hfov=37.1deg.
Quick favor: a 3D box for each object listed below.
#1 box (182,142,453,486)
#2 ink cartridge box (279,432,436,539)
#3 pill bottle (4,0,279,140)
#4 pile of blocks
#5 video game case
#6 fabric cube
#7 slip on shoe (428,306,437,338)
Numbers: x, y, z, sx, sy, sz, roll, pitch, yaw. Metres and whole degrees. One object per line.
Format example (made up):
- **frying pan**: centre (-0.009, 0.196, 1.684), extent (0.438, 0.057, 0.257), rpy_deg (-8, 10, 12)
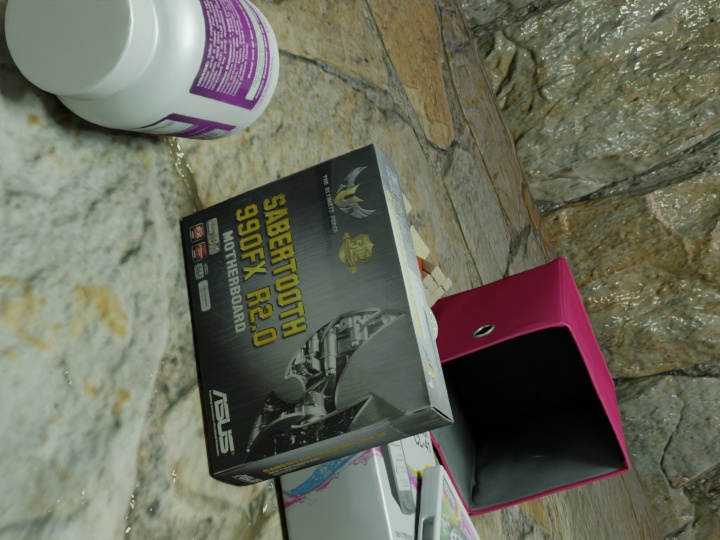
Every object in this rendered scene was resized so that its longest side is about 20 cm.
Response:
- **box**: centre (-0.035, 0.030, 0.739), extent (0.048, 0.158, 0.200), rpy_deg (41, 34, -58)
- **ink cartridge box**: centre (0.005, 0.175, 0.829), extent (0.148, 0.085, 0.200), rpy_deg (39, 37, -59)
- **pill bottle**: centre (-0.136, -0.145, 0.694), extent (0.200, 0.112, 0.112), rpy_deg (-10, 81, -74)
- **pile of blocks**: centre (0.027, -0.030, 1.154), extent (0.062, 0.082, 0.200), rpy_deg (53, 10, -40)
- **video game case**: centre (0.072, 0.261, 0.779), extent (0.200, 0.018, 0.143), rpy_deg (-79, 149, -55)
- **fabric cube**: centre (0.183, 0.130, 1.255), extent (0.200, 0.196, 0.199), rpy_deg (65, 18, -17)
- **slip on shoe**: centre (0.000, 0.000, 1.070), extent (0.074, 0.061, 0.200), rpy_deg (-34, 92, -49)
